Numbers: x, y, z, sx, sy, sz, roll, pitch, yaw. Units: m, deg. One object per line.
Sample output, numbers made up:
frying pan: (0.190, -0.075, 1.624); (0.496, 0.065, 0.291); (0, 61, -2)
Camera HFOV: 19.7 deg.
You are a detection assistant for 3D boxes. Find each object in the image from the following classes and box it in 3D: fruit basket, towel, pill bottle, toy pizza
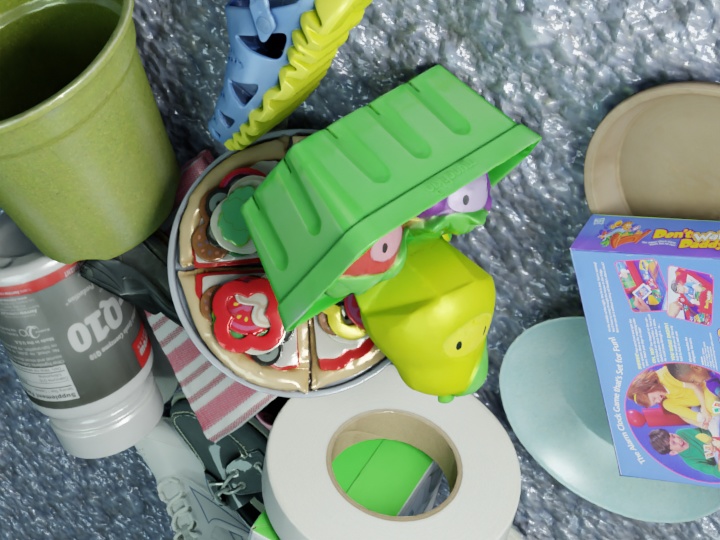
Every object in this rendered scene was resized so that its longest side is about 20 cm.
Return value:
fruit basket: (0.040, -0.012, 1.448); (0.215, 0.216, 0.156); (41, 140, -4)
towel: (-0.118, 0.022, 1.668); (0.146, 0.030, 0.201); (-38, 74, 45)
pill bottle: (-0.239, 0.050, 1.727); (0.113, 0.114, 0.201); (4, 129, 34)
toy pizza: (-0.044, -0.007, 1.536); (0.200, 0.201, 0.032); (37, 174, 2)

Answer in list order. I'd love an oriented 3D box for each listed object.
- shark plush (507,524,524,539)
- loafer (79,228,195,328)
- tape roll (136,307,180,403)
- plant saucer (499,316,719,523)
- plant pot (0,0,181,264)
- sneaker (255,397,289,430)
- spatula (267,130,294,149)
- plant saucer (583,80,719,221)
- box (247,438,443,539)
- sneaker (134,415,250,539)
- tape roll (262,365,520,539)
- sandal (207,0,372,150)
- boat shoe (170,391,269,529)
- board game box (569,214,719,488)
shark plush: (0.103, 0.247, 1.755); (0.083, 0.091, 0.201); (37, 157, 53)
loafer: (-0.126, 0.010, 1.603); (0.199, 0.073, 0.073); (25, 175, 25)
tape roll: (-0.234, 0.039, 1.828); (0.202, 0.037, 0.204); (21, 137, 21)
plant saucer: (0.201, 0.103, 1.564); (0.200, 0.039, 0.202); (20, 136, 20)
plant pot: (-0.230, -0.111, 1.587); (0.199, 0.201, 0.185); (8, 143, 31)
sneaker: (-0.063, 0.118, 1.739); (0.070, 0.082, 0.201); (17, 136, 21)
spatula: (-0.086, -0.053, 1.644); (0.056, 0.021, 0.200); (39, 141, -5)
plant saucer: (0.246, -0.047, 1.398); (0.199, 0.029, 0.201); (20, 136, 20)
box: (-0.017, 0.214, 1.705); (0.096, 0.200, 0.177); (27, 138, 12)
sneaker: (-0.140, 0.215, 1.885); (0.200, 0.087, 0.074); (50, 141, -11)
tape roll: (0.023, 0.161, 1.605); (0.202, 0.203, 0.037); (27, 138, 13)
sandal: (-0.063, -0.166, 1.487); (0.087, 0.079, 0.200); (41, 133, 5)
boat shoe: (-0.099, 0.186, 1.832); (0.073, 0.062, 0.200); (-21, 120, 45)
board game box: (0.231, 0.059, 1.440); (0.134, 0.045, 0.201); (5, 126, 30)
